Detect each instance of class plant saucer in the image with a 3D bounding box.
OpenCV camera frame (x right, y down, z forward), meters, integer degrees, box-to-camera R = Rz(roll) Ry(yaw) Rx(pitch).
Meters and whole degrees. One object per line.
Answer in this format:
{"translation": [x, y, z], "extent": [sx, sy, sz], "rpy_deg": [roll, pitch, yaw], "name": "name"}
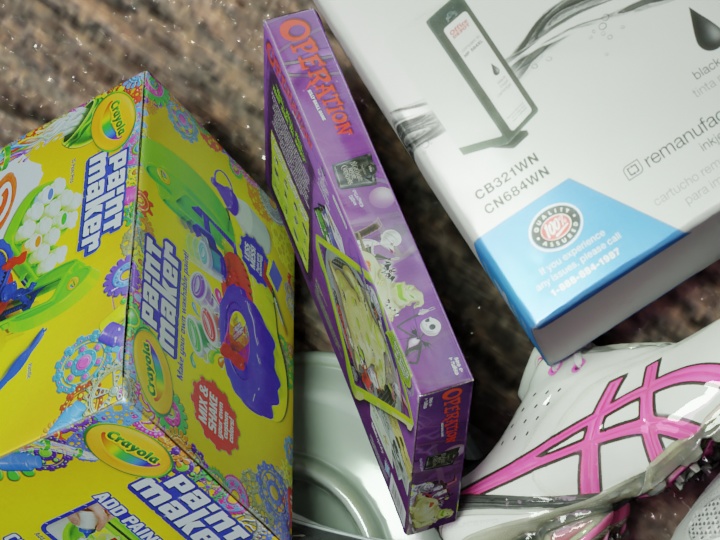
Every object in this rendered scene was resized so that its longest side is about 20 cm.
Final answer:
{"translation": [-0.029, 0.137, 1.170], "extent": [0.200, 0.050, 0.200], "rpy_deg": [0, 89, 25], "name": "plant saucer"}

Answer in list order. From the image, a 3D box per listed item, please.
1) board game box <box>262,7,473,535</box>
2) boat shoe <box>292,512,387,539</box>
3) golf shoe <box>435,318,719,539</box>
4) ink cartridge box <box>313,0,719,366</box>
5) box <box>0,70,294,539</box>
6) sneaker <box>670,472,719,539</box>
{"translation": [0.000, 0.000, 1.094], "extent": [0.032, 0.120, 0.200], "rpy_deg": [-17, 59, -8], "name": "board game box"}
{"translation": [-0.045, 0.141, 1.110], "extent": [0.200, 0.066, 0.070], "rpy_deg": [11, 93, 28], "name": "boat shoe"}
{"translation": [0.111, 0.060, 1.088], "extent": [0.200, 0.073, 0.092], "rpy_deg": [-39, 77, 15], "name": "golf shoe"}
{"translation": [0.083, -0.085, 1.078], "extent": [0.146, 0.084, 0.200], "rpy_deg": [-34, 73, 2], "name": "ink cartridge box"}
{"translation": [-0.140, 0.051, 1.130], "extent": [0.192, 0.122, 0.200], "rpy_deg": [-25, 40, 23], "name": "box"}
{"translation": [0.136, 0.169, 1.075], "extent": [0.075, 0.082, 0.200], "rpy_deg": [31, 102, 22], "name": "sneaker"}
